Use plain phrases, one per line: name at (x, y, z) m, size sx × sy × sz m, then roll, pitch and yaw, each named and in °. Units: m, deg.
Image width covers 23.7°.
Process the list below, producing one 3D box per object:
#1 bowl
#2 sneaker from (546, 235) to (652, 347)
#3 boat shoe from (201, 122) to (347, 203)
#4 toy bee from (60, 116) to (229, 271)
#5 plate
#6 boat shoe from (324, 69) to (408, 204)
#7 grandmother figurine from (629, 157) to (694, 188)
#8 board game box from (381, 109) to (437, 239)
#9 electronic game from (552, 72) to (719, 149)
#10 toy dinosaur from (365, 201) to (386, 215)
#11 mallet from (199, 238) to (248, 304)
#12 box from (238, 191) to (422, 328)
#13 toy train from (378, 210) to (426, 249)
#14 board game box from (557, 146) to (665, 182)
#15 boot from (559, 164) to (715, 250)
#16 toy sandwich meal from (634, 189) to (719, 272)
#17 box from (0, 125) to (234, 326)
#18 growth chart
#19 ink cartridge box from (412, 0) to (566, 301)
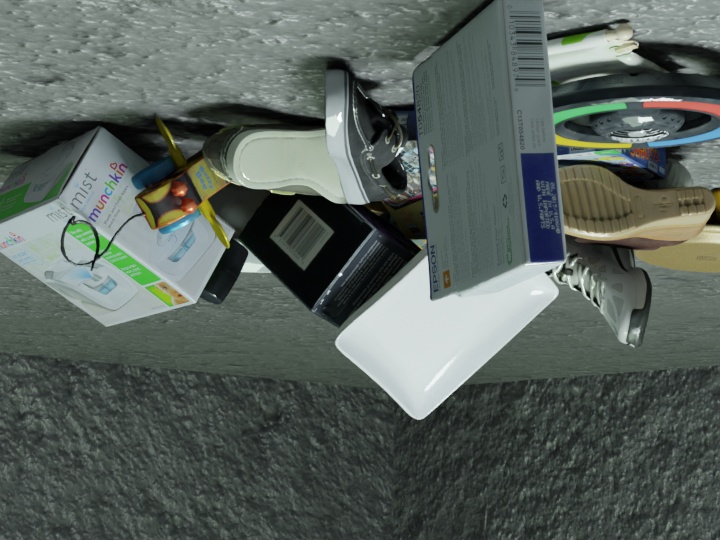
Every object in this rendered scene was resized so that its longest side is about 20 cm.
bowl at (-0.120, -0.055, 1.863) m, size 0.200 × 0.091 × 0.201 m, roll 0°, pitch 172°, yaw 0°
sneaker at (0.229, 0.015, 1.767) m, size 0.115 × 0.076 × 0.201 m, roll 6°, pitch -154°, yaw -6°
boat shoe at (-0.058, -0.105, 1.619) m, size 0.201 × 0.072 × 0.060 m, roll 2°, pitch -170°, yaw -44°
toy bee at (-0.165, -0.066, 1.597) m, size 0.131 × 0.200 × 0.109 m, roll 43°, pitch 151°, yaw -23°
plate at (0.082, 0.037, 1.688) m, size 0.032 × 0.200 × 0.200 m, roll 48°, pitch -178°, yaw 39°
boat shoe at (0.009, -0.113, 1.479) m, size 0.066 × 0.070 × 0.200 m, roll -3°, pitch 153°, yaw 6°
grandmother figurine at (0.270, -0.079, 1.796) m, size 0.121 × 0.061 × 0.200 m, roll -3°, pitch 178°, yaw -37°
board game box at (0.079, -0.088, 1.623) m, size 0.135 × 0.035 × 0.200 m, roll 0°, pitch 155°, yaw 20°
electronic game at (0.231, -0.127, 1.433) m, size 0.199 × 0.042 × 0.200 m, roll 0°, pitch 173°, yaw 0°
toy dinosaur at (0.057, -0.067, 1.952) m, size 0.199 × 0.061 × 0.106 m, roll 2°, pitch 143°, yaw 3°
mallet at (-0.179, 0.014, 1.791) m, size 0.041 × 0.066 × 0.200 m, roll 33°, pitch 155°, yaw -19°
box at (0.000, 0.000, 1.736) m, size 0.200 × 0.104 × 0.148 m, roll 32°, pitch -172°, yaw -49°
toy train at (0.085, -0.034, 1.881) m, size 0.114 × 0.085 × 0.200 m, roll 40°, pitch 132°, yaw -23°
board game box at (0.180, -0.109, 1.672) m, size 0.199 × 0.035 × 0.135 m, roll -5°, pitch 169°, yaw 31°
boot at (0.235, -0.047, 1.686) m, size 0.199 × 0.073 × 0.166 m, roll 2°, pitch 167°, yaw -12°
toy sandwich meal at (0.404, -0.047, 1.974) m, size 0.204 × 0.071 × 0.205 m, roll 5°, pitch 169°, yaw 1°
box at (-0.257, -0.041, 1.717) m, size 0.176 × 0.097 × 0.200 m, roll 38°, pitch 152°, yaw -25°
growth chart at (0.191, -0.160, 1.405) m, size 0.144 × 0.018 × 0.200 m, roll -4°, pitch 170°, yaw 31°
ink cartridge box at (0.095, -0.085, 1.304) m, size 0.040 × 0.200 × 0.200 m, roll -2°, pitch 173°, yaw -17°
